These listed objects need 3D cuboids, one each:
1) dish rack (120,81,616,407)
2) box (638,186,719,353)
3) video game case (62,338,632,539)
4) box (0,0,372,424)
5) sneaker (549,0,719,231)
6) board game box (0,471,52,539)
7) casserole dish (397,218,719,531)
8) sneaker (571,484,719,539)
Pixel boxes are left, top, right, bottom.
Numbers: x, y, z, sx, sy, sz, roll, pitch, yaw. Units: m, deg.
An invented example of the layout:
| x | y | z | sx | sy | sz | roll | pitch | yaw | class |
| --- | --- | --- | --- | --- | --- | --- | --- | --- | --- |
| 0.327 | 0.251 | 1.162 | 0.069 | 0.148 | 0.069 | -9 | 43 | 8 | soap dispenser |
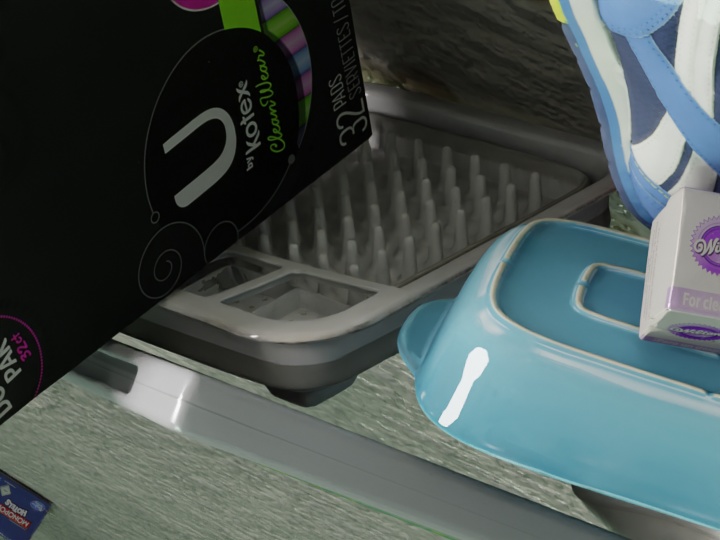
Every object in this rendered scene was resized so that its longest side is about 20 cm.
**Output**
| x | y | z | sx | sy | sz | roll | pitch | yaw | class |
| --- | --- | --- | --- | --- | --- | --- | --- | --- | --- |
| -0.014 | -0.011 | 0.908 | 0.171 | 0.200 | 0.044 | 17 | 122 | 39 | dish rack |
| 0.185 | 0.016 | 0.739 | 0.200 | 0.042 | 0.039 | 11 | 164 | -5 | box |
| -0.002 | 0.067 | 0.850 | 0.200 | 0.022 | 0.182 | 22 | 176 | -22 | video game case |
| -0.112 | -0.070 | 0.819 | 0.124 | 0.200 | 0.149 | 21 | 136 | 37 | box |
| 0.117 | -0.056 | 0.730 | 0.082 | 0.074 | 0.200 | 18 | 162 | 30 | sneaker |
| -0.442 | 0.250 | 2.767 | 0.200 | 0.062 | 0.200 | 32 | 164 | 3 | board game box |
| 0.111 | 0.033 | 0.773 | 0.200 | 0.121 | 0.039 | 18 | 119 | 8 | casserole dish |
| 0.124 | 0.106 | 0.879 | 0.073 | 0.085 | 0.200 | -7 | -174 | -10 | sneaker |
